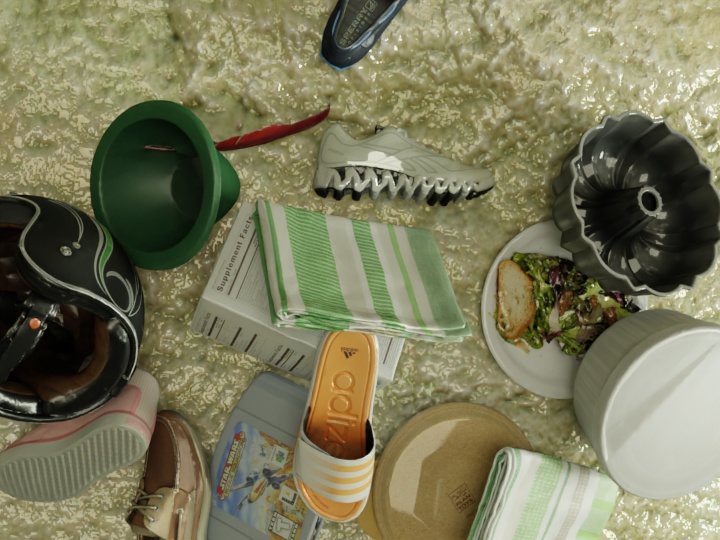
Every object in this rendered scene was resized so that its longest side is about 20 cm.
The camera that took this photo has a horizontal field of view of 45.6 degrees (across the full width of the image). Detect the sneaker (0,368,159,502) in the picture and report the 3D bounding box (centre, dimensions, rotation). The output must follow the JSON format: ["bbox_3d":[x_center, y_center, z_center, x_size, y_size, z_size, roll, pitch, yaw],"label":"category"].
[{"bbox_3d":[-0.284,0.162,0.875,0.198,0.105,0.076,-24,123,21],"label":"sneaker"}]

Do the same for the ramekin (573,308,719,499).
[{"bbox_3d":[0.322,0.134,0.922,0.199,0.094,0.206,-6,113,-14],"label":"ramekin"}]

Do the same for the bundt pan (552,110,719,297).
[{"bbox_3d":[0.289,-0.064,0.928,0.199,0.076,0.205,5,75,-21],"label":"bundt pan"}]

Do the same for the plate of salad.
[{"bbox_3d":[0.232,0.043,0.955,0.197,0.048,0.204,0,90,-9],"label":"plate of salad"}]

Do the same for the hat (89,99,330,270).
[{"bbox_3d":[-0.155,-0.090,0.910,0.197,0.175,0.169,-1,94,30],"label":"hat"}]

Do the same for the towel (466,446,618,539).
[{"bbox_3d":[0.199,0.277,0.922,0.198,0.031,0.151,20,90,-35],"label":"towel"}]

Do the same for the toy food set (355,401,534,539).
[{"bbox_3d":[0.105,0.245,0.940,0.198,0.049,0.201,41,85,-7],"label":"toy food set"}]

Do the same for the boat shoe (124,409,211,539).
[{"bbox_3d":[-0.198,0.246,0.870,0.071,0.075,0.204,-6,92,-48],"label":"boat shoe"}]

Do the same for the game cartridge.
[{"bbox_3d":[-0.092,0.216,0.882,0.132,0.041,0.203,21,98,15],"label":"game cartridge"}]

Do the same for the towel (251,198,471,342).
[{"bbox_3d":[0.000,0.000,0.807,0.197,0.154,0.024,8,134,-26],"label":"towel"}]

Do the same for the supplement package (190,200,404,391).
[{"bbox_3d":[-0.057,0.035,0.866,0.198,0.110,0.115,25,65,-8],"label":"supplement package"}]

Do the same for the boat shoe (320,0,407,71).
[{"bbox_3d":[0.028,-0.302,0.906,0.083,0.069,0.202,24,88,-8],"label":"boat shoe"}]

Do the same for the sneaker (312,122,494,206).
[{"bbox_3d":[0.049,-0.114,0.916,0.196,0.075,0.083,4,82,-9],"label":"sneaker"}]

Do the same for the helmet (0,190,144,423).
[{"bbox_3d":[-0.303,0.026,0.804,0.197,0.191,0.202,-15,128,-20],"label":"helmet"}]

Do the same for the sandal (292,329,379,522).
[{"bbox_3d":[-0.023,0.149,0.792,0.078,0.059,0.210,5,108,-1],"label":"sandal"}]
